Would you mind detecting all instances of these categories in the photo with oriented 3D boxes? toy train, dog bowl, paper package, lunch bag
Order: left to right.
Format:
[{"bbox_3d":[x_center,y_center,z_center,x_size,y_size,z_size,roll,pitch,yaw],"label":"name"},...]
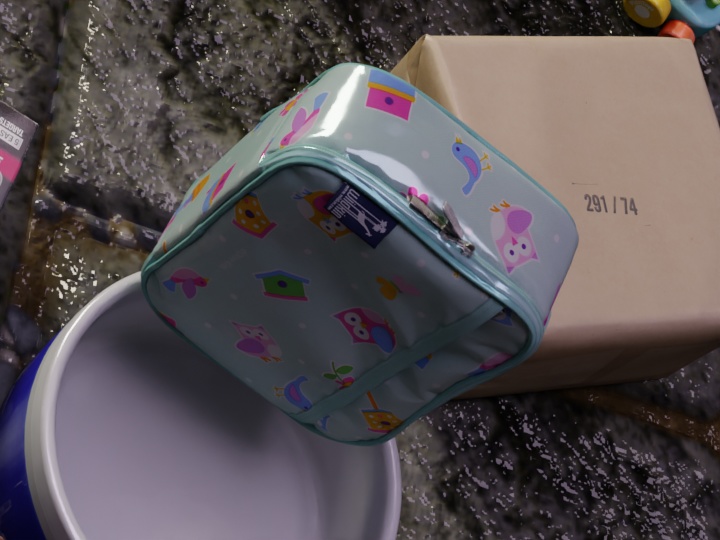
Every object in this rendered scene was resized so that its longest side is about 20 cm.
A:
[{"bbox_3d":[-0.082,0.103,1.179,0.199,0.079,0.202,14,62,-27],"label":"dog bowl"},{"bbox_3d":[0.000,0.000,1.103,0.160,0.200,0.077,40,55,-13],"label":"lunch bag"},{"bbox_3d":[0.114,-0.033,1.355,0.199,0.103,0.192,-3,70,-33],"label":"paper package"},{"bbox_3d":[0.221,-0.241,1.532,0.149,0.056,0.202,-9,80,-26],"label":"toy train"}]

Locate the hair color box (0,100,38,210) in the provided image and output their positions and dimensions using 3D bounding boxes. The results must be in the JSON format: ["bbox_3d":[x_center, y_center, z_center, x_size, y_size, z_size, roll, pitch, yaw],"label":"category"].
[{"bbox_3d":[-0.240,-0.008,1.141,0.100,0.060,0.201,30,56,-17],"label":"hair color box"}]

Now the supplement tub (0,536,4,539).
[{"bbox_3d":[-0.208,0.212,1.030,0.106,0.107,0.202,14,62,-27],"label":"supplement tub"}]
